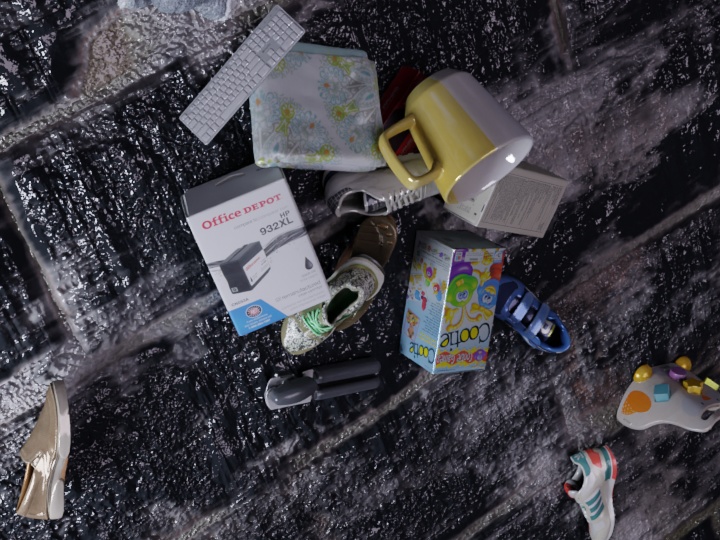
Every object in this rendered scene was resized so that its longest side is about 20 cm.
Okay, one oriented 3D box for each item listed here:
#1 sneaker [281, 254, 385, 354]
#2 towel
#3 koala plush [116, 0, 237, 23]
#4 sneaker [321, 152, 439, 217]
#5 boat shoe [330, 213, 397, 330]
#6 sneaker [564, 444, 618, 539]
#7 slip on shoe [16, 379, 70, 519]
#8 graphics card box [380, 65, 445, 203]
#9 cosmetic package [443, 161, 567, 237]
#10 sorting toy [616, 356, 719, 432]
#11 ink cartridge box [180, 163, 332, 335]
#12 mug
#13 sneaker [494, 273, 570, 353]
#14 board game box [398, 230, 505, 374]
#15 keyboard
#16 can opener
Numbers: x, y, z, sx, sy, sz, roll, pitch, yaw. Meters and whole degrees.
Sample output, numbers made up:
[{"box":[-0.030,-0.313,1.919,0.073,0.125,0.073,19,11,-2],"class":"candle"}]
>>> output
[{"box":[-0.053,0.059,1.714,0.077,0.089,0.200,42,117,-6],"class":"sneaker"},{"box":[-0.059,-0.223,1.622,0.199,0.048,0.172,0,76,-31],"class":"towel"},{"box":[-0.216,-0.402,1.446,0.177,0.184,0.201,2,118,-32],"class":"koala plush"},{"box":[0.046,-0.115,1.717,0.199,0.081,0.077,-9,131,-7],"class":"sneaker"},{"box":[0.000,-0.001,1.768,0.072,0.068,0.200,27,111,-3],"class":"boat shoe"},{"box":[0.416,0.414,2.188,0.093,0.070,0.200,-5,113,-11],"class":"sneaker"},{"box":[-0.426,0.243,1.602,0.060,0.076,0.201,2,113,-20],"class":"slip on shoe"},{"box":[0.103,-0.196,1.776,0.200,0.051,0.126,37,86,-36],"class":"graphics card box"},{"box":[0.225,-0.117,1.825,0.200,0.073,0.104,7,110,-53],"class":"cosmetic package"},{"box":[0.603,0.242,2.161,0.199,0.180,0.107,-9,112,-29],"class":"sorting toy"},{"box":[-0.142,-0.033,1.642,0.145,0.084,0.200,-22,119,-2],"class":"ink cartridge box"},{"box":[0.129,-0.196,1.650,0.149,0.153,0.186,-41,164,29],"class":"mug"},{"box":[0.276,0.072,1.959,0.200,0.082,0.074,36,89,-33],"class":"sneaker"},{"box":[0.141,0.047,1.854,0.103,0.105,0.201,-2,109,-31],"class":"board game box"},{"box":[-0.156,-0.257,1.570,0.200,0.056,0.011,-48,161,8],"class":"keyboard"},{"box":[-0.051,0.177,1.805,0.199,0.067,0.054,-8,112,-29],"class":"can opener"}]
